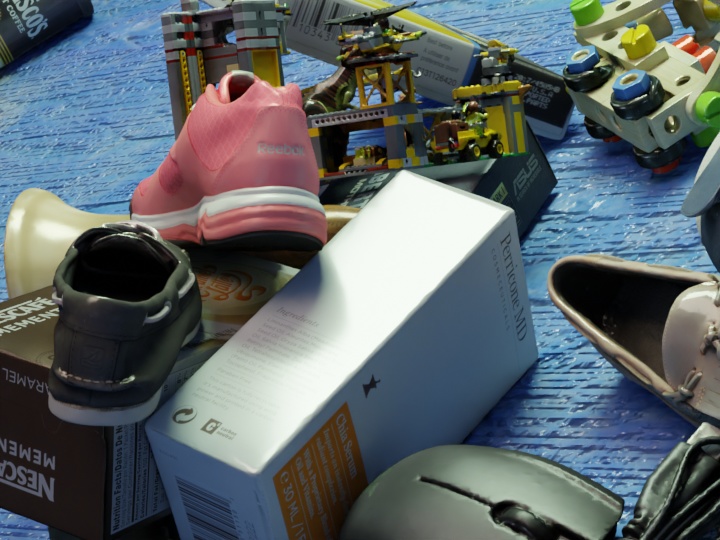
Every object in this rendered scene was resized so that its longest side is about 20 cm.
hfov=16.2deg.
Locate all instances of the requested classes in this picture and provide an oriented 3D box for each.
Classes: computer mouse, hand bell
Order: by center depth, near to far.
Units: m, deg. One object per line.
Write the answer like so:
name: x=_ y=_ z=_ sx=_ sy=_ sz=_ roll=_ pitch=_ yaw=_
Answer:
computer mouse: x=0.059 y=0.108 z=1.095 sx=0.199 sy=0.053 sz=0.139 roll=-2 pitch=36 yaw=48
hand bell: x=-0.080 y=-0.007 z=1.363 sx=0.199 sy=0.105 sz=0.104 roll=-8 pitch=28 yaw=17

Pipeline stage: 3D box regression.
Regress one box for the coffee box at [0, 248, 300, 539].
coffee box: x=-0.103 y=0.053 z=1.230 sx=0.114 sy=0.080 sz=0.200 roll=15 pitch=21 yaw=32

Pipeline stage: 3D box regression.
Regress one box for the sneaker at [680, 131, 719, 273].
sneaker: x=0.233 y=-0.075 z=1.179 sx=0.200 sy=0.080 sz=0.147 roll=-49 pitch=26 yaw=13

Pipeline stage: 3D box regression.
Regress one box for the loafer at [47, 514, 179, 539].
loafer: x=-0.124 y=0.143 z=1.221 sx=0.075 sy=0.070 sz=0.200 roll=-29 pitch=22 yaw=1

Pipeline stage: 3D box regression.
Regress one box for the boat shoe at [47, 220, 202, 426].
boat shoe: x=-0.105 y=0.008 z=1.146 sx=0.066 sy=0.057 sz=0.200 roll=6 pitch=20 yaw=-2

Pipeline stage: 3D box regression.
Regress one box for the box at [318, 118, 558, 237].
box: x=0.000 y=0.000 z=1.395 sx=0.157 sy=0.051 sz=0.200 roll=-9 pitch=31 yaw=39

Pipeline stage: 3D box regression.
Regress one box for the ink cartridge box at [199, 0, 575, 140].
ink cartridge box: x=0.007 y=-0.143 z=1.526 sx=0.047 sy=0.197 sz=0.200 roll=-70 pitch=23 yaw=10

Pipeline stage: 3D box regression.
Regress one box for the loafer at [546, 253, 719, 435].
loafer: x=0.145 y=0.032 z=1.115 sx=0.072 sy=0.063 sz=0.200 roll=-65 pitch=24 yaw=-2

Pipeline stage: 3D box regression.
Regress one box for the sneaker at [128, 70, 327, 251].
sneaker: x=-0.061 y=-0.053 z=1.251 sx=0.073 sy=0.087 sz=0.200 roll=3 pitch=-1 yaw=-21

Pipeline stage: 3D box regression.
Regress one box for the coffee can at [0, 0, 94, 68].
coffee can: x=-0.350 y=-0.233 z=2.180 sx=0.199 sy=0.147 sz=0.146 roll=-33 pitch=23 yaw=-6

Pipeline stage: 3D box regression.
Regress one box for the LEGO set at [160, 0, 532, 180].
LEGO set: x=-0.011 y=-0.108 z=1.352 sx=0.153 sy=0.117 sz=0.199 roll=-9 pitch=3 yaw=-45

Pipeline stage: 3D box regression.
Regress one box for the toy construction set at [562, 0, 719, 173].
toy construction set: x=0.181 y=-0.124 z=1.399 sx=0.131 sy=0.092 sz=0.200 roll=-33 pitch=12 yaw=-8

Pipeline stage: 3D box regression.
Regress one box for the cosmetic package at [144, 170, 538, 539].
cosmetic package: x=-0.004 y=0.056 z=1.198 sx=0.071 sy=0.102 sz=0.200 roll=20 pitch=51 yaw=33
